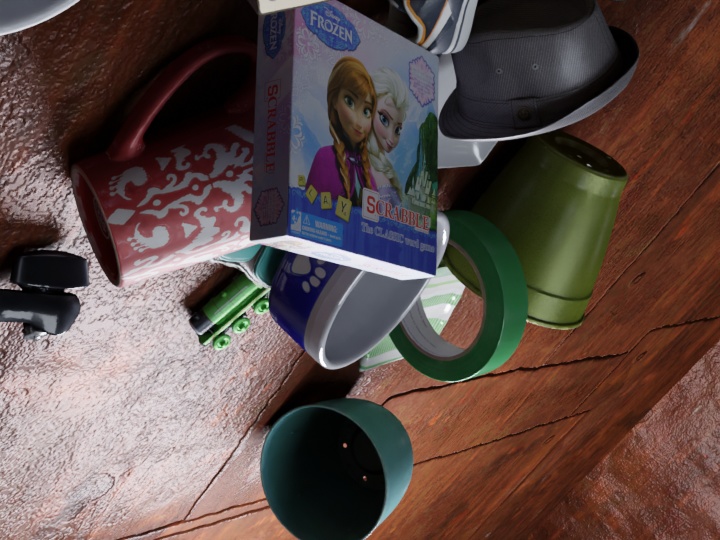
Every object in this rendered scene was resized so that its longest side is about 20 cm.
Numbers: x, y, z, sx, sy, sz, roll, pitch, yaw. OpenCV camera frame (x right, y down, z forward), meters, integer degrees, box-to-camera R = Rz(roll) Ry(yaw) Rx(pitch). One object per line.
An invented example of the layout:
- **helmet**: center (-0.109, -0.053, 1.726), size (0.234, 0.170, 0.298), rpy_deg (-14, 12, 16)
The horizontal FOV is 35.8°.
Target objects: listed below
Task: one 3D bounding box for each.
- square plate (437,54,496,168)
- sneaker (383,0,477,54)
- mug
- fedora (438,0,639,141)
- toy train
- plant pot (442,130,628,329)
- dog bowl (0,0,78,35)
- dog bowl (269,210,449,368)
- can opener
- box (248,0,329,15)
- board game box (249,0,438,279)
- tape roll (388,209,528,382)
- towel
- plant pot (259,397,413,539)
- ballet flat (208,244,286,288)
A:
- **square plate**: center (0.113, -0.190, 1.180), size (0.197, 0.028, 0.200), rpy_deg (-9, 141, -47)
- **sneaker**: center (0.062, -0.263, 0.936), size (0.079, 0.079, 0.201), rpy_deg (-13, 138, -20)
- **mug**: center (-0.139, -0.090, 0.942), size (0.199, 0.179, 0.133), rpy_deg (-23, -173, -22)
- **fedora**: center (0.150, -0.202, 1.025), size (0.177, 0.199, 0.091), rpy_deg (-54, 132, -35)
- **toy train**: center (-0.106, 0.010, 1.205), size (0.200, 0.042, 0.056), rpy_deg (-41, 144, 4)
- **plant pot**: center (0.230, -0.064, 1.379), size (0.200, 0.200, 0.194), rpy_deg (-4, 126, -50)
- **dog bowl**: center (-0.216, -0.233, 0.620), size (0.199, 0.079, 0.201), rpy_deg (-31, 154, -17)
- **dog bowl**: center (0.000, 0.000, 1.162), size (0.200, 0.079, 0.200), rpy_deg (-43, 159, -21)
- **can opener**: center (-0.321, 0.025, 0.941), size (0.063, 0.079, 0.199), rpy_deg (-8, 176, 44)
- **box**: center (0.008, -0.249, 0.790), size (0.199, 0.095, 0.078), rpy_deg (-14, 120, -9)
- **board game box**: center (-0.006, -0.106, 0.904), size (0.041, 0.201, 0.199), rpy_deg (-6, 168, 36)
- **tape roll**: center (0.107, 0.030, 1.326), size (0.048, 0.201, 0.201), rpy_deg (-10, 143, -44)
- **towel**: center (0.083, 0.057, 1.546), size (0.152, 0.023, 0.201), rpy_deg (-12, 144, -42)
- **plant pot**: center (-0.017, 0.271, 1.578), size (0.201, 0.201, 0.161), rpy_deg (-50, 164, 23)
- **ballet flat**: center (-0.114, -0.031, 1.102), size (0.068, 0.064, 0.200), rpy_deg (-57, 158, 2)
